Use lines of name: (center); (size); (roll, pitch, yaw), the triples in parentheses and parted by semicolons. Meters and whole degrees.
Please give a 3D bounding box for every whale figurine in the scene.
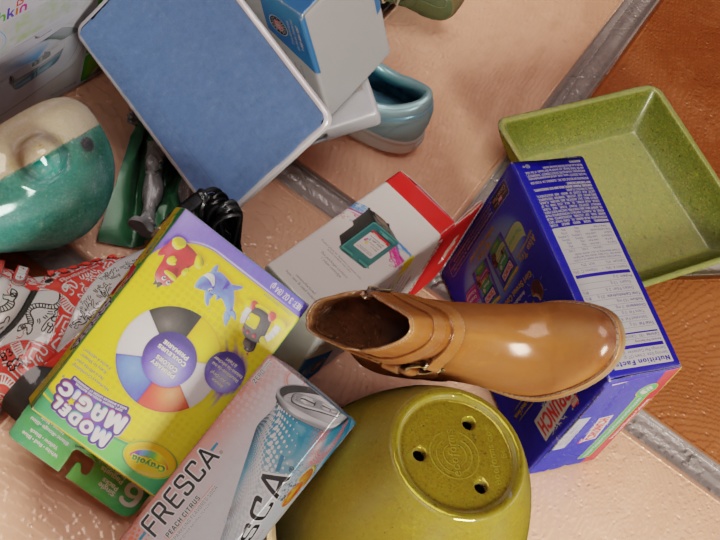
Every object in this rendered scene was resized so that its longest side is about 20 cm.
whale figurine: (-0.265, -0.048, 1.062); (0.104, 0.159, 0.200); (58, 42, -11)

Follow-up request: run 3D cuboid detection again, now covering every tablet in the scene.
tablet: (-0.123, -0.153, 1.106); (0.200, 0.130, 0.014); (53, 21, 8)

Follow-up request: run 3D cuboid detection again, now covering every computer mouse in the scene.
computer mouse: (-0.141, 0.030, 1.053); (0.046, 0.141, 0.200); (25, 48, 28)

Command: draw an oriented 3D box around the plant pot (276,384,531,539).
plant pot: (0.046, 0.161, 1.040); (0.200, 0.142, 0.200); (11, 54, -15)

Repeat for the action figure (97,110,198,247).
action figure: (-0.152, -0.119, 1.175); (0.118, 0.055, 0.200); (0, 62, 3)

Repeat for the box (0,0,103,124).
box: (-0.282, -0.213, 1.137); (0.097, 0.177, 0.200); (45, 53, 11)

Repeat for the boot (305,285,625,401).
boot: (0.073, 0.048, 1.013); (0.155, 0.200, 0.074); (24, 62, -57)

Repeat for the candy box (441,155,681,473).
candy box: (0.156, 0.037, 1.149); (0.077, 0.169, 0.200); (-7, 62, -24)

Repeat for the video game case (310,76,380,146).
video game case: (-0.095, -0.185, 1.239); (0.182, 0.024, 0.200); (-18, 63, 1)

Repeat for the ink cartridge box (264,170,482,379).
ink cartridge box: (0.000, 0.000, 1.145); (0.067, 0.116, 0.200); (44, 53, 12)

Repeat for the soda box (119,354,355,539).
soda box: (-0.093, 0.157, 0.973); (0.068, 0.064, 0.200); (38, 87, 16)

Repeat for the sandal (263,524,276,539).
sandal: (-0.099, 0.158, 1.028); (0.070, 0.078, 0.212); (-5, 67, -23)

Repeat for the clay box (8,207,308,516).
clay box: (-0.142, 0.069, 0.999); (0.115, 0.048, 0.200); (38, 82, -15)

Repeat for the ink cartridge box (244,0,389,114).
ink cartridge box: (-0.082, -0.240, 1.169); (0.200, 0.145, 0.084); (36, 75, 22)

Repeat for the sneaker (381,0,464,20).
sneaker: (-0.005, -0.282, 1.367); (0.200, 0.067, 0.090); (32, 60, 1)

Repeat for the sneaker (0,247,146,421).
sneaker: (-0.226, 0.015, 1.077); (0.108, 0.067, 0.201); (40, 55, 4)

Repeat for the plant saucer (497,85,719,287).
plant saucer: (0.242, -0.068, 1.328); (0.199, 0.048, 0.200); (-15, 65, -29)

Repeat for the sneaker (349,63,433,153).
sneaker: (-0.026, -0.175, 1.272); (0.200, 0.082, 0.074); (17, 53, -8)
